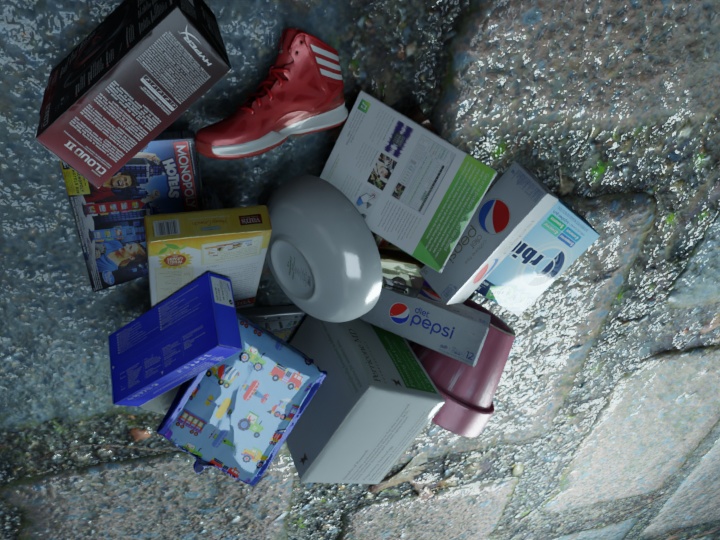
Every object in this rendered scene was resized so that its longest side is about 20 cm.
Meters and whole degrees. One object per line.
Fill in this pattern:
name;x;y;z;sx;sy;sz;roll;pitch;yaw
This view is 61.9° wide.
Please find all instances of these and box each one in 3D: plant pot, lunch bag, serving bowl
plant pot;0.169;0.151;1.034;0.197;0.200;0.182;23;103;-35
lunch bag;-0.162;0.179;0.795;0.149;0.094;0.203;33;83;-18
serving bowl;-0.065;-0.015;0.772;0.065;0.198;0.204;-35;143;-36

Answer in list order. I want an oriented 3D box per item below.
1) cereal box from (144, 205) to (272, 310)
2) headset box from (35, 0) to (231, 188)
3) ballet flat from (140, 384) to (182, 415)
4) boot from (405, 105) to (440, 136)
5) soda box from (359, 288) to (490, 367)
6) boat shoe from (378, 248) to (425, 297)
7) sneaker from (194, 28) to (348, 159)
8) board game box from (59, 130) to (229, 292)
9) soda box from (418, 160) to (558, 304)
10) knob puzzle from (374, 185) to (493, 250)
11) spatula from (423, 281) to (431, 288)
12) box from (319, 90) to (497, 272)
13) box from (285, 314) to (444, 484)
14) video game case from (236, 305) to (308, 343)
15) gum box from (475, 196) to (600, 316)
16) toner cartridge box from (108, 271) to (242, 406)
cereal box;-0.194;-0.004;0.754;0.140;0.040;0.201;-8;153;-23
headset box;-0.231;-0.190;0.592;0.198;0.150;0.075;-37;133;10
ballet flat;-0.214;0.177;0.846;0.194;0.070;0.071;-8;132;-16
boot;0.047;-0.105;0.842;0.198;0.065;0.186;-38;127;12
soda box;0.099;0.071;0.928;0.195;0.063;0.070;21;107;10
boat shoe;0.000;0.000;0.868;0.195;0.072;0.068;9;103;-6
sneaker;-0.105;-0.207;0.679;0.197;0.078;0.118;-28;128;-31
board game box;-0.245;-0.081;0.740;0.194;0.062;0.204;-8;131;-18
soda box;0.173;-0.046;0.819;0.201;0.064;0.068;-50;156;21
knob puzzle;0.116;-0.070;0.855;0.213;0.031;0.220;-13;161;-4
spatula;0.055;-0.006;0.945;0.194;0.058;0.021;8;158;-20
box;0.053;-0.111;0.759;0.197;0.036;0.147;31;105;2
box;-0.017;0.190;0.944;0.169;0.200;0.202;17;117;-39
video game case;-0.165;0.135;0.984;0.194;0.022;0.186;-3;130;-20
gum box;0.282;-0.030;1.013;0.168;0.045;0.201;25;116;-37
toner cartridge box;-0.238;0.091;0.756;0.197;0.097;0.043;-28;152;25
